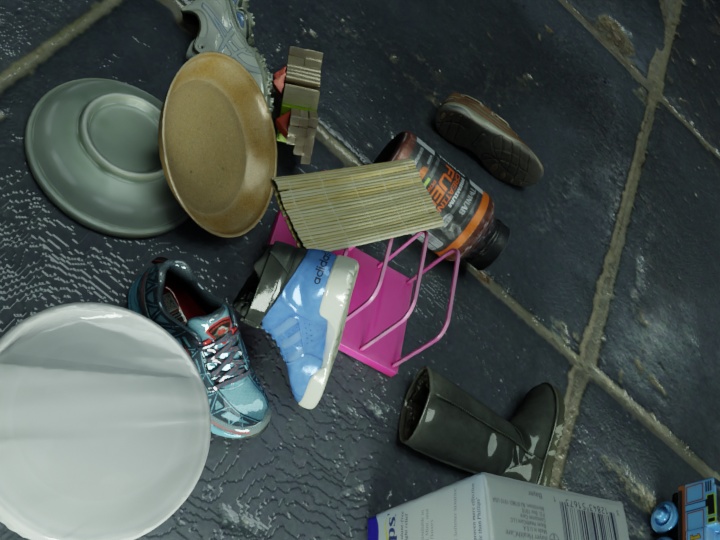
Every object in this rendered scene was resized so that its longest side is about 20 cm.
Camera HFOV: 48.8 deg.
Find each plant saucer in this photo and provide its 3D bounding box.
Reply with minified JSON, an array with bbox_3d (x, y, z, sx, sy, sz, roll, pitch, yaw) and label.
[{"bbox_3d":[-0.254,-0.134,0.856,0.198,0.050,0.203,18,54,-27],"label":"plant saucer"},{"bbox_3d":[-0.163,-0.138,0.884,0.199,0.035,0.204,3,87,-61],"label":"plant saucer"}]

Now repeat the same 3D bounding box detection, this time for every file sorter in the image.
[{"bbox_3d":[0.000,0.000,0.911,0.198,0.125,0.140,29,50,-19],"label":"file sorter"}]

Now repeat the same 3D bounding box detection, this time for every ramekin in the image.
[{"bbox_3d":[-0.235,0.137,0.676,0.200,0.094,0.205,18,55,-27],"label":"ramekin"}]

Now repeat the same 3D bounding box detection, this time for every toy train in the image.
[{"bbox_3d":[0.435,0.369,1.016,0.086,0.114,0.202,33,49,-15],"label":"toy train"}]

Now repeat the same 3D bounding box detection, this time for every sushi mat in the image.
[{"bbox_3d":[0.000,-0.073,0.860,0.198,0.012,0.097,-14,70,-37],"label":"sushi mat"}]

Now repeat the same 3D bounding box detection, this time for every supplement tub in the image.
[{"bbox_3d":[0.104,-0.086,1.053,0.199,0.107,0.108,36,48,-13],"label":"supplement tub"}]

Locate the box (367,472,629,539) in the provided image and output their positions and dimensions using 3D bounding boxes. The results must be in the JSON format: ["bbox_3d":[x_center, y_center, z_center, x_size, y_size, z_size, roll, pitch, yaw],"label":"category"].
[{"bbox_3d":[0.131,0.287,0.782,0.182,0.200,0.106,18,55,-26],"label":"box"}]

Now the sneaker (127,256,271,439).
[{"bbox_3d":[-0.153,0.076,0.772,0.201,0.095,0.079,51,50,2],"label":"sneaker"}]

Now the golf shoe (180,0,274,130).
[{"bbox_3d":[-0.167,-0.257,0.997,0.096,0.078,0.203,-14,71,-14],"label":"golf shoe"}]

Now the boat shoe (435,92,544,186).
[{"bbox_3d":[0.206,-0.208,1.226,0.199,0.076,0.072,35,46,-16],"label":"boat shoe"}]

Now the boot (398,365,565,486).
[{"bbox_3d":[0.149,0.174,0.965,0.198,0.073,0.183,29,48,-10],"label":"boot"}]

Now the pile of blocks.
[{"bbox_3d":[-0.087,-0.217,1.023,0.061,0.083,0.202,10,47,-9],"label":"pile of blocks"}]

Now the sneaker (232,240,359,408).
[{"bbox_3d":[-0.073,0.054,0.804,0.110,0.202,0.077,17,44,3],"label":"sneaker"}]
